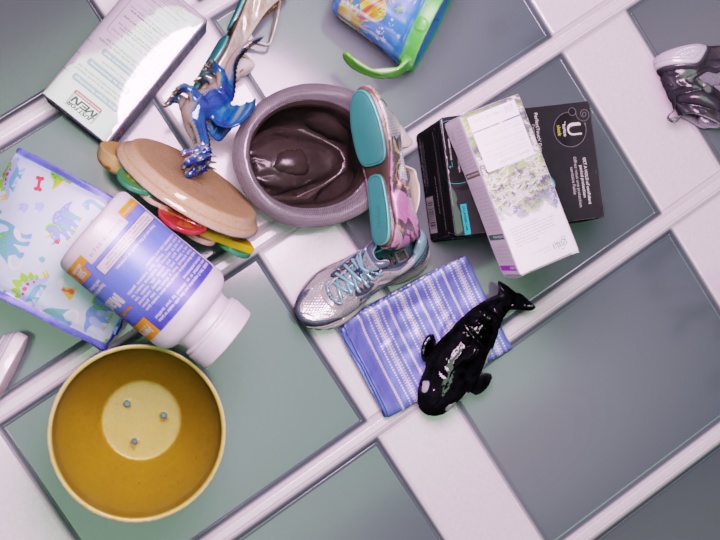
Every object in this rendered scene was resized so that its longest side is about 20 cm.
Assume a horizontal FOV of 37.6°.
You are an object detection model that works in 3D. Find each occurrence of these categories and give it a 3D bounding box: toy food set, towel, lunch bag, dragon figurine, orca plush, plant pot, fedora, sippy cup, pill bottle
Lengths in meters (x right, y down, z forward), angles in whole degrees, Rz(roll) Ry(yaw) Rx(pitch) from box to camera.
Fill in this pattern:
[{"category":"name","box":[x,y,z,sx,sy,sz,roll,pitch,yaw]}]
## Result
[{"category":"toy food set","box":[-0.210,-0.091,1.261,0.199,0.198,0.049,23,108,-42]},{"category":"towel","box":[0.085,0.086,1.390,0.199,0.024,0.145,-28,94,-10]},{"category":"lunch bag","box":[-0.351,-0.022,1.265,0.199,0.127,0.171,26,84,2]},{"category":"dragon figurine","box":[-0.166,-0.194,1.265,0.100,0.059,0.200,48,55,-8]},{"category":"orca plush","box":[0.151,0.106,1.360,0.200,0.071,0.105,-38,98,-10]},{"category":"plant pot","box":[-0.264,0.187,1.266,0.199,0.142,0.201,0,88,-10]},{"category":"fedora","box":[-0.068,-0.140,1.335,0.199,0.090,0.178,-15,92,-17]},{"category":"sippy cup","box":[0.039,-0.343,1.348,0.130,0.140,0.178,27,45,2]},{"category":"pill bottle","box":[-0.225,0.016,1.185,0.200,0.112,0.112,41,82,-10]}]

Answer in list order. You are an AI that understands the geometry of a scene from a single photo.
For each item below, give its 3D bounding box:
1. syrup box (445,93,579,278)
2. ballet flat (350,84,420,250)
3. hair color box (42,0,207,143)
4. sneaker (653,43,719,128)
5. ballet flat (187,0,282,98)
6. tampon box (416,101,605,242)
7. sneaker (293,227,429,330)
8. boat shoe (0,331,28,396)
[{"category":"syrup box","box":[0.178,-0.098,1.253,0.078,0.081,0.201,-22,94,-8]},{"category":"ballet flat","box":[0.036,-0.127,1.290,0.071,0.069,0.201,-14,96,-35]},{"category":"hair color box","box":[-0.290,-0.260,1.316,0.099,0.061,0.200,38,82,-6]},{"category":"sneaker","box":[0.504,-0.255,1.449,0.199,0.075,0.115,-7,90,-4]},{"category":"ballet flat","box":[-0.149,-0.287,1.341,0.062,0.067,0.201,28,84,-18]},{"category":"tampon box","box":[0.190,-0.125,1.362,0.199,0.126,0.151,-8,90,-11]},{"category":"sneaker","box":[0.000,0.000,1.339,0.199,0.086,0.078,-33,76,-12]},{"category":"boat shoe","box":[-0.476,0.152,1.273,0.068,0.072,0.201,33,92,-7]}]
